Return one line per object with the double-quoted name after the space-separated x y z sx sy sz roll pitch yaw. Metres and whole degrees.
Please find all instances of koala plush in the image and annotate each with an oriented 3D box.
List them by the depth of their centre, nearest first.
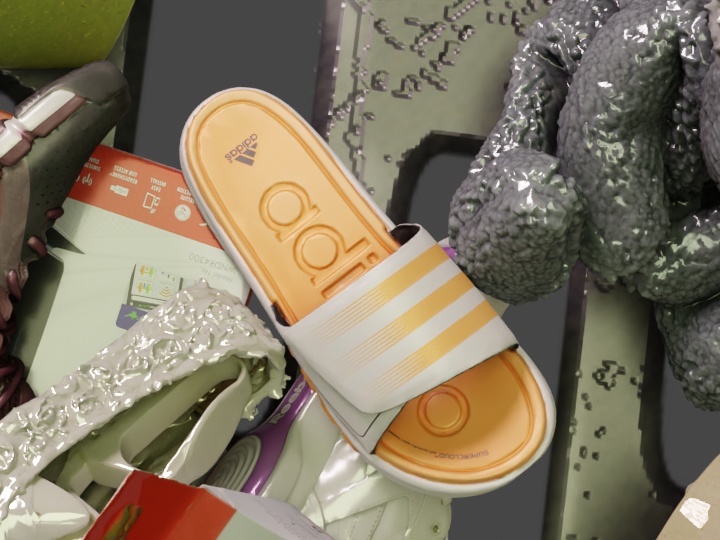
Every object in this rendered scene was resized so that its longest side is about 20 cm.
0.163 -0.067 0.924 0.176 0.200 0.185 25 65 -21 "koala plush"

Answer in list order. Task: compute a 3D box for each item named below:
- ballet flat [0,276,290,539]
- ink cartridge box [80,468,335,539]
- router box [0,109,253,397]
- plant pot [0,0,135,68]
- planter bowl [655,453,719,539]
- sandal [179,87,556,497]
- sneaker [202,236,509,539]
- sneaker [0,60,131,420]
-0.104 0.076 0.890 0.072 0.072 0.200 48 64 0 "ballet flat"
-0.080 0.157 0.841 0.057 0.200 0.163 36 90 13 "ink cartridge box"
-0.155 0.027 0.979 0.198 0.049 0.181 18 84 -3 "router box"
-0.188 -0.158 0.943 0.198 0.187 0.189 19 83 -18 "plant pot"
0.191 0.147 0.943 0.134 0.200 0.201 32 82 26 "planter bowl"
-0.007 0.005 0.924 0.079 0.059 0.207 -40 77 -6 "sandal"
0.013 0.070 0.990 0.100 0.075 0.200 43 82 -19 "sneaker"
-0.143 0.017 0.927 0.200 0.076 0.116 -42 95 3 "sneaker"
